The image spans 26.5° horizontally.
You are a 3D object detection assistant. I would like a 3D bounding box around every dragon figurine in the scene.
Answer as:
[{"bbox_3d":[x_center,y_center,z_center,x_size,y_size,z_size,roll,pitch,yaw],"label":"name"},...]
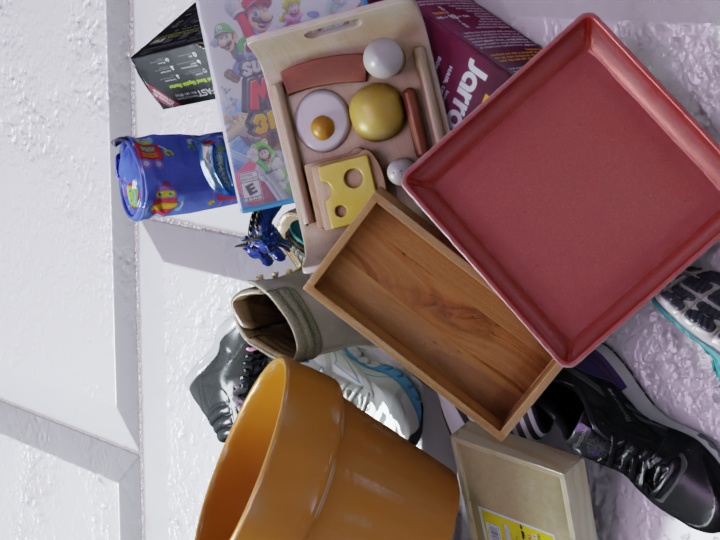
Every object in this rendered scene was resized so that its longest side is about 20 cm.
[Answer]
[{"bbox_3d":[-0.101,-0.101,1.341,0.059,0.099,0.200,-4,122,46],"label":"dragon figurine"}]

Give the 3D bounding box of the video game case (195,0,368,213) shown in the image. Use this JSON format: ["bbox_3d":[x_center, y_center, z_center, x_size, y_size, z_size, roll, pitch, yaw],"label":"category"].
[{"bbox_3d":[-0.053,-0.160,1.291,0.018,0.143,0.201,70,-172,-89],"label":"video game case"}]

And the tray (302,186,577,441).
[{"bbox_3d":[0.064,0.034,1.212,0.200,0.037,0.099,37,104,1],"label":"tray"}]

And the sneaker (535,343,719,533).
[{"bbox_3d":[0.209,0.143,1.222,0.200,0.087,0.076,45,127,31],"label":"sneaker"}]

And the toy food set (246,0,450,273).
[{"bbox_3d":[-0.002,-0.108,1.237,0.143,0.060,0.201,-13,90,12],"label":"toy food set"}]

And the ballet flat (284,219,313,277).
[{"bbox_3d":[0.000,0.000,1.334,0.200,0.068,0.076,10,111,52],"label":"ballet flat"}]

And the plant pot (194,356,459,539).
[{"bbox_3d":[-0.022,0.200,1.314,0.200,0.183,0.200,-61,14,27],"label":"plant pot"}]

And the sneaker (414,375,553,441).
[{"bbox_3d":[0.104,0.068,1.338,0.115,0.076,0.201,-37,81,36],"label":"sneaker"}]

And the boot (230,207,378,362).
[{"bbox_3d":[-0.059,0.011,1.426,0.200,0.154,0.072,46,131,36],"label":"boot"}]

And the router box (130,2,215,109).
[{"bbox_3d":[-0.099,-0.226,1.423,0.200,0.150,0.062,-3,128,47],"label":"router box"}]

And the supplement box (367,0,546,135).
[{"bbox_3d":[0.079,-0.162,1.300,0.200,0.086,0.111,41,124,33],"label":"supplement box"}]

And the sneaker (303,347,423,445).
[{"bbox_3d":[-0.024,0.110,1.464,0.200,0.087,0.075,39,122,33],"label":"sneaker"}]

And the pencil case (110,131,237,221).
[{"bbox_3d":[-0.142,-0.100,1.465,0.087,0.200,0.078,48,139,44],"label":"pencil case"}]

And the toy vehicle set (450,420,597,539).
[{"bbox_3d":[0.147,0.232,1.304,0.124,0.026,0.200,16,128,43],"label":"toy vehicle set"}]

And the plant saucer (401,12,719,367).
[{"bbox_3d":[0.168,-0.061,1.178,0.200,0.037,0.200,-42,80,2],"label":"plant saucer"}]

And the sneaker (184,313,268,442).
[{"bbox_3d":[-0.110,0.106,1.568,0.099,0.071,0.200,59,139,18],"label":"sneaker"}]

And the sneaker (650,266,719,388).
[{"bbox_3d":[0.286,0.073,1.143,0.200,0.077,0.080,48,141,31],"label":"sneaker"}]
